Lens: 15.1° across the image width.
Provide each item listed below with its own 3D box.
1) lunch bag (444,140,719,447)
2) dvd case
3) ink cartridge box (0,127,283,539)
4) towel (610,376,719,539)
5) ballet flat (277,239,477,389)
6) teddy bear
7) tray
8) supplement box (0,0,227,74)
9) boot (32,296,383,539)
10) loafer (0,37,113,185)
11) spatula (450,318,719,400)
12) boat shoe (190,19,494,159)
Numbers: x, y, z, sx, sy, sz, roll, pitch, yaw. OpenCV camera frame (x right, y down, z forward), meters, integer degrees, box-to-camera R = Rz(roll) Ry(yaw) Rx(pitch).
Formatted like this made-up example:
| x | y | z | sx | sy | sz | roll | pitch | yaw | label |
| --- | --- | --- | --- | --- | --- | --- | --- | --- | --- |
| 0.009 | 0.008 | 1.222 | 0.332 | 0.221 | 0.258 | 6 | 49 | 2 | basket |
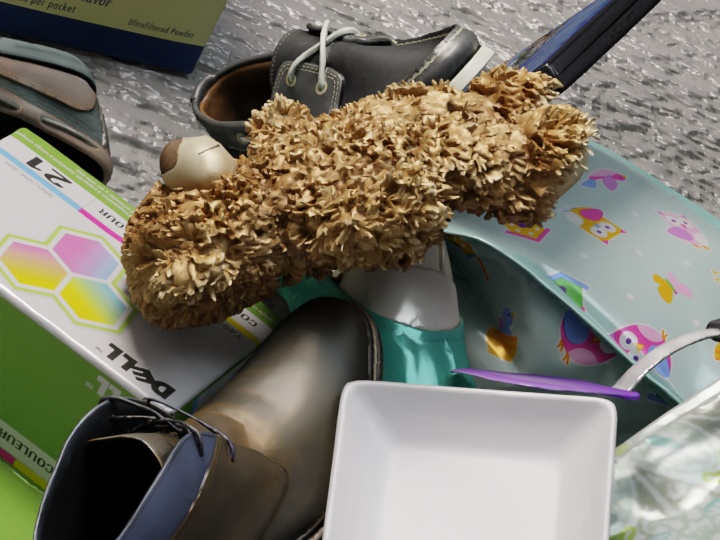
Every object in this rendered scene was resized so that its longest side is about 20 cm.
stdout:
| x | y | z | sx | sy | sz | roll | pitch | yaw | label |
| --- | --- | --- | --- | --- | --- | --- | --- | --- | --- |
| 0.101 | 0.023 | 1.266 | 0.200 | 0.122 | 0.170 | 41 | 34 | 6 | lunch bag |
| 0.047 | -0.067 | 1.256 | 0.018 | 0.200 | 0.143 | 53 | 37 | -6 | dvd case |
| -0.144 | 0.041 | 1.085 | 0.148 | 0.076 | 0.200 | 36 | 31 | 9 | ink cartridge box |
| 0.177 | 0.111 | 1.077 | 0.171 | 0.048 | 0.200 | -31 | 38 | -15 | towel |
| 0.000 | 0.000 | 1.142 | 0.067 | 0.071 | 0.200 | 8 | 23 | -32 | ballet flat |
| -0.003 | -0.041 | 1.084 | 0.199 | 0.067 | 0.145 | -10 | 32 | 5 | teddy bear |
| 0.035 | 0.134 | 0.998 | 0.107 | 0.022 | 0.201 | 5 | 58 | 5 | tray |
| -0.126 | -0.248 | 1.381 | 0.134 | 0.200 | 0.200 | 11 | 37 | -27 | supplement box |
| -0.054 | 0.070 | 1.016 | 0.075 | 0.097 | 0.200 | 16 | 59 | 25 | boot |
| -0.195 | -0.070 | 1.208 | 0.200 | 0.072 | 0.063 | 1 | 48 | -40 | loafer |
| 0.133 | 0.033 | 1.106 | 0.199 | 0.021 | 0.056 | -11 | 10 | -28 | spatula |
| -0.013 | -0.081 | 1.258 | 0.068 | 0.200 | 0.072 | 50 | 61 | -16 | boat shoe |
